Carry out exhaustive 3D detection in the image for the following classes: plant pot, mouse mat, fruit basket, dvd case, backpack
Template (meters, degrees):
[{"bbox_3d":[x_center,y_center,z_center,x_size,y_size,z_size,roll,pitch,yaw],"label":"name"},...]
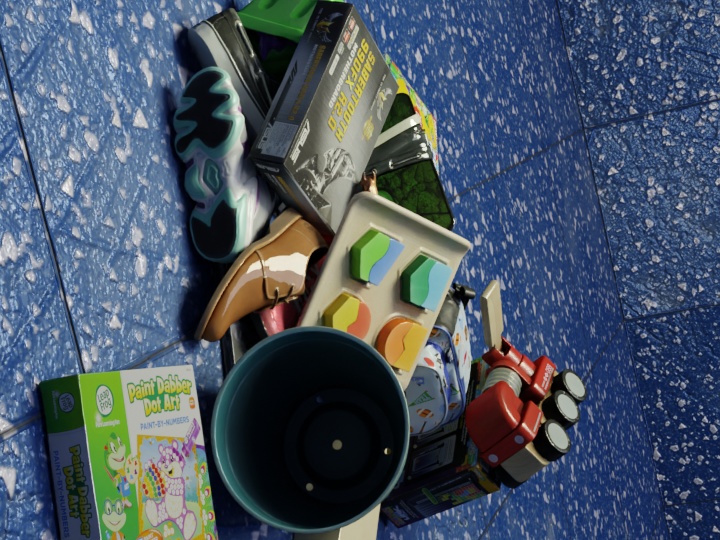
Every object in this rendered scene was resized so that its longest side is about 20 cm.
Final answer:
[{"bbox_3d":[-0.037,0.172,1.430,0.188,0.197,0.203,53,30,-76],"label":"plant pot"},{"bbox_3d":[0.016,-0.104,1.667,0.008,0.160,0.202,40,29,-61],"label":"mouse mat"},{"bbox_3d":[-0.071,-0.207,1.603,0.215,0.154,0.218,-29,130,-42],"label":"fruit basket"},{"bbox_3d":[-0.103,0.070,1.528,0.200,0.016,0.151,15,65,-68],"label":"dvd case"},{"bbox_3d":[0.052,0.118,1.689,0.191,0.198,0.155,67,30,-47],"label":"backpack"}]

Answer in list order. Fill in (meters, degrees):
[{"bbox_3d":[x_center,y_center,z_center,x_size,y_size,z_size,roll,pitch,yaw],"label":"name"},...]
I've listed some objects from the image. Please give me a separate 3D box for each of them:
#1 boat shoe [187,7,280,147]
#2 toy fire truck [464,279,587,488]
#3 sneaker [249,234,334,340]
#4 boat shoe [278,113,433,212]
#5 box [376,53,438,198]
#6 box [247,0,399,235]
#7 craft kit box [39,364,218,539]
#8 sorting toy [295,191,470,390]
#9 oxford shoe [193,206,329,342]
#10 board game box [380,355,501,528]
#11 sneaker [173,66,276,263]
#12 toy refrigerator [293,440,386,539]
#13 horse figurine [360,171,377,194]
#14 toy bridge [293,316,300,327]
[{"bbox_3d":[-0.112,-0.187,1.495,0.202,0.063,0.071,63,-20,-14],"label":"boat shoe"},{"bbox_3d":[0.183,0.135,1.709,0.200,0.129,0.176,44,34,-7],"label":"toy fire truck"},{"bbox_3d":[-0.069,0.002,1.509,0.201,0.086,0.074,-76,146,-50],"label":"sneaker"},{"bbox_3d":[-0.002,-0.106,1.628,0.067,0.198,0.075,58,-4,-2],"label":"boat shoe"},{"bbox_3d":[0.017,-0.139,1.798,0.193,0.121,0.202,43,41,-59],"label":"box"},{"bbox_3d":[-0.036,-0.163,1.491,0.202,0.048,0.159,-67,151,-19],"label":"box"},{"bbox_3d":[-0.195,0.186,1.199,0.200,0.048,0.200,2,75,-69],"label":"craft kit box"},{"bbox_3d":[0.024,0.033,1.506,0.184,0.036,0.202,23,95,-42],"label":"sorting toy"},{"bbox_3d":[-0.098,0.013,1.420,0.200,0.071,0.072,-48,172,-38],"label":"oxford shoe"},{"bbox_3d":[0.111,0.221,1.794,0.057,0.164,0.201,45,36,-25],"label":"board game box"},{"bbox_3d":[-0.136,-0.110,1.465,0.140,0.077,0.203,-7,95,-71],"label":"sneaker"},{"bbox_3d":[-0.024,0.256,1.576,0.076,0.069,0.201,52,33,-38],"label":"toy refrigerator"},{"bbox_3d":[0.000,0.000,1.565,0.133,0.049,0.202,114,-11,-81],"label":"horse figurine"},{"bbox_3d":[-0.061,0.036,1.595,0.201,0.027,0.068,-72,146,-55],"label":"toy bridge"}]
